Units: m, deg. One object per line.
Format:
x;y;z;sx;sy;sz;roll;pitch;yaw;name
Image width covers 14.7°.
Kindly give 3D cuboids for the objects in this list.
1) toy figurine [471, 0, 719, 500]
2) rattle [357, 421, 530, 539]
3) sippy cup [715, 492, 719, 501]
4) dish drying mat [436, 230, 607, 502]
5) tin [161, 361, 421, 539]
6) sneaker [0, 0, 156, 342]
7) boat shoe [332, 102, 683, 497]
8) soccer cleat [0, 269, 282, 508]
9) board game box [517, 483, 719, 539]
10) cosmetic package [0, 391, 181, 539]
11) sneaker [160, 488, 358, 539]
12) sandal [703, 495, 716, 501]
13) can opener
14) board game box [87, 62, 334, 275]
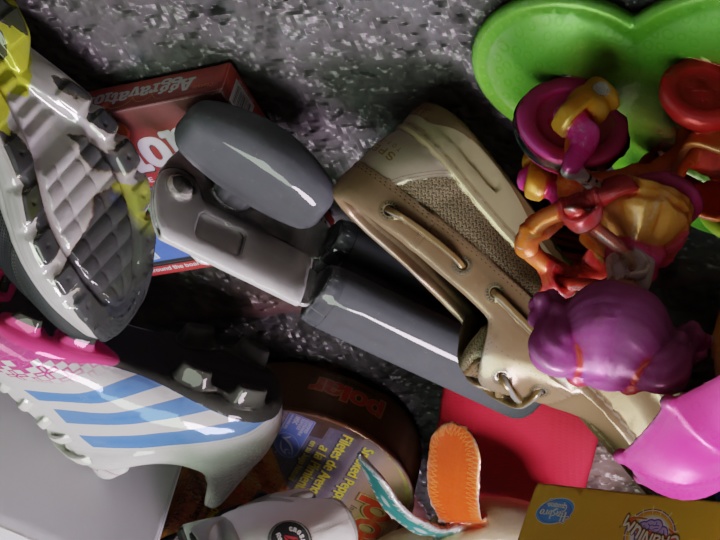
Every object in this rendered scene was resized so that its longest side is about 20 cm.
0.122;-0.002;1.075;0.199;0.185;0.150;16;141;1;toy figurine
0.052;0.173;1.311;0.129;0.144;0.200;12;160;10;rattle
0.224;0.078;1.188;0.130;0.140;0.178;-10;126;44;sippy cup
0.077;0.050;1.286;0.076;0.018;0.201;12;140;4;dish drying mat
-0.038;0.115;1.388;0.112;0.042;0.200;25;140;-5;tin
-0.159;-0.057;1.189;0.084;0.074;0.201;-11;114;46;sneaker
0.067;0.026;1.166;0.200;0.064;0.071;50;167;-2;boat shoe
-0.135;0.051;1.275;0.199;0.070;0.087;22;119;-8;soccer cleat
0.182;0.141;1.161;0.153;0.041;0.200;31;163;-32;board game box
-0.211;0.115;1.379;0.199;0.123;0.200;25;140;-9;cosmetic package
-0.046;0.144;1.326;0.088;0.074;0.200;-20;176;-16;sneaker
0.161;0.129;1.330;0.081;0.055;0.201;3;125;7;sandal
0.000;0.000;1.195;0.199;0.053;0.066;29;138;-17;can opener
-0.121;-0.035;1.251;0.199;0.020;0.103;-9;134;28;board game box
